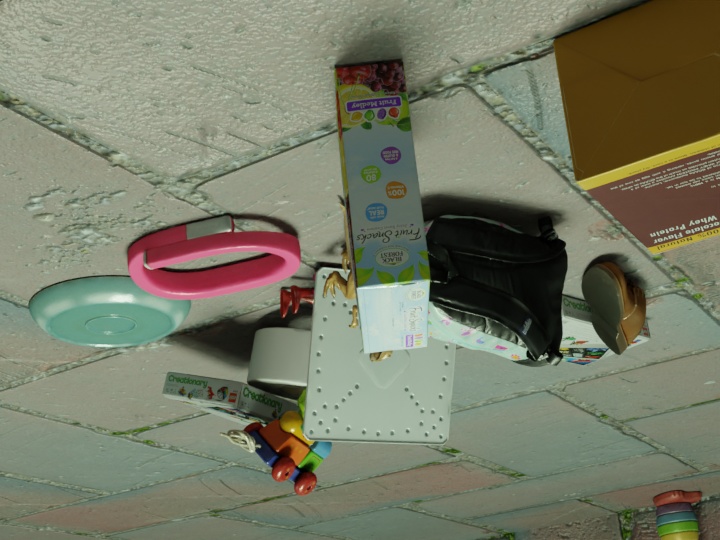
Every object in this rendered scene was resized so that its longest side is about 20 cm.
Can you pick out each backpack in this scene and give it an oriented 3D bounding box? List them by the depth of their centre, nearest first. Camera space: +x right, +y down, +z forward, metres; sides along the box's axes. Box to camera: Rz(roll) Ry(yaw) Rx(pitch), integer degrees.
[{"bbox_3d":[0.124,0.019,1.304,0.197,0.170,0.126,15,157,-28],"label":"backpack"}]

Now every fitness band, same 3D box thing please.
[{"bbox_3d":[-0.162,-0.009,1.316,0.196,0.038,0.144,-11,158,17],"label":"fitness band"}]

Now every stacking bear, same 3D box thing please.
[{"bbox_3d":[0.814,0.674,3.013,0.120,0.204,0.113,10,154,-34],"label":"stacking bear"}]

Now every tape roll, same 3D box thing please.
[{"bbox_3d":[-0.050,0.134,1.580,0.199,0.072,0.203,9,166,2],"label":"tape roll"}]

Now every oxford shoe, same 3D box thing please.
[{"bbox_3d":[0.334,0.034,1.531,0.071,0.071,0.201,-40,150,-6],"label":"oxford shoe"}]

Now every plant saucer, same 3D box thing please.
[{"bbox_3d":[-0.307,0.057,1.459,0.196,0.028,0.201,-4,157,-2],"label":"plant saucer"}]

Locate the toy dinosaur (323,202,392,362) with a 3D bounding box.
[{"bbox_3d":[0.000,0.000,1.319,0.060,0.203,0.106,-28,-158,-25],"label":"toy dinosaur"}]

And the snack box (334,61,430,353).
[{"bbox_3d":[0.019,-0.050,1.038,0.066,0.204,0.169,-5,159,0],"label":"snack box"}]

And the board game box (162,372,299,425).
[{"bbox_3d":[-0.156,0.182,1.593,0.124,0.035,0.199,5,165,31],"label":"board game box"}]

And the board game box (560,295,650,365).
[{"bbox_3d":[0.299,0.087,1.667,0.198,0.035,0.125,14,150,-40],"label":"board game box"}]

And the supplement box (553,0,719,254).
[{"bbox_3d":[0.296,-0.129,1.000,0.195,0.135,0.199,-18,155,28],"label":"supplement box"}]

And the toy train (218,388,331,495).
[{"bbox_3d":[-0.090,0.196,1.489,0.116,0.084,0.200,-47,147,-4],"label":"toy train"}]

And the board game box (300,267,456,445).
[{"bbox_3d":[0.024,0.106,1.439,0.197,0.204,0.026,6,178,-26],"label":"board game box"}]

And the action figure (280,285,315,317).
[{"bbox_3d":[0.000,0.048,1.479,0.197,0.053,0.065,2,165,-24],"label":"action figure"}]
